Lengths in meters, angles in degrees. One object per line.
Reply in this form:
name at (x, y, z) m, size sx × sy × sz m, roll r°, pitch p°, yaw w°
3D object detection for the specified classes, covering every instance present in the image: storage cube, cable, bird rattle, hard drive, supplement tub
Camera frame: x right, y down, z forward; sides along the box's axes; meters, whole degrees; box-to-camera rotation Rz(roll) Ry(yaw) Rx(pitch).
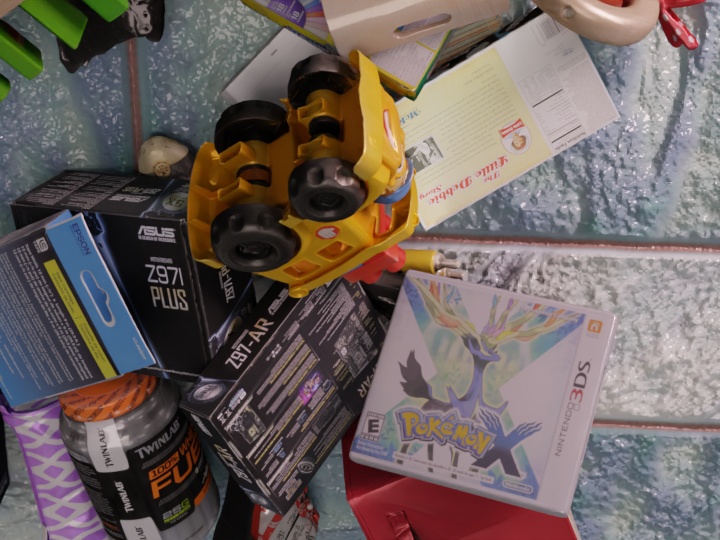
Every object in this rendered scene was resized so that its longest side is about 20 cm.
storage cube at (0.094, 0.203, 1.308) m, size 0.179 × 0.200 × 0.172 m, roll -22°, pitch 112°, yaw 7°
cable at (0.000, 0.000, 1.311) m, size 0.199 × 0.051 × 0.097 m, roll 17°, pitch 144°, yaw 11°
bird rattle at (0.190, -0.232, 1.117) m, size 0.200 × 0.163 × 0.113 m, roll 40°, pitch 131°, yaw -4°
hard drive at (-0.010, -0.139, 1.242) m, size 0.200 × 0.026 × 0.132 m, roll 43°, pitch 111°, yaw -14°
supplement tub at (-0.219, 0.176, 1.339) m, size 0.122 × 0.123 × 0.201 m, roll -10°, pitch 126°, yaw 9°

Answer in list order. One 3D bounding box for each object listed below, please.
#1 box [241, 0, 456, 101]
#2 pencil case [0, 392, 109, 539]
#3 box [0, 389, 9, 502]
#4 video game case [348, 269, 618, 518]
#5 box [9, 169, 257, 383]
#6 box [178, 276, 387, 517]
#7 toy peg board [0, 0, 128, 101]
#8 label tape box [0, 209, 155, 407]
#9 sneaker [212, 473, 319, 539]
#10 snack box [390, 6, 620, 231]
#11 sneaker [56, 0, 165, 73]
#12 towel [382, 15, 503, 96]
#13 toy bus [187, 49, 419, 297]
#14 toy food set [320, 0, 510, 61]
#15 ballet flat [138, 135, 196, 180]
box at (-0.013, -0.240, 1.140) m, size 0.199 × 0.048 × 0.118 m, roll 31°, pitch 87°, yaw 3°
pencil case at (-0.309, 0.203, 1.395) m, size 0.085 × 0.084 × 0.201 m, roll -22°, pitch 115°, yaw -27°
box at (-0.422, 0.187, 1.333) m, size 0.103 × 0.200 × 0.183 m, roll 3°, pitch 115°, yaw 1°
video game case at (0.108, 0.103, 1.200) m, size 0.199 × 0.184 × 0.022 m, roll 12°, pitch 162°, yaw 20°
box at (-0.203, 0.003, 1.253) m, size 0.199 × 0.086 × 0.165 m, roll 7°, pitch 119°, yaw 27°
box at (-0.059, 0.099, 1.254) m, size 0.043 × 0.200 × 0.161 m, roll 17°, pitch 150°, yaw 39°
toy peg board at (-0.292, -0.252, 1.141) m, size 0.199 × 0.200 × 0.098 m, roll -31°, pitch 140°, yaw 17°
label tape box at (-0.263, 0.029, 1.206) m, size 0.199 × 0.066 × 0.144 m, roll -18°, pitch 104°, yaw 35°
sneaker at (-0.081, 0.215, 1.399) m, size 0.067 × 0.108 × 0.203 m, roll 14°, pitch 85°, yaw 35°
snack box at (0.111, -0.134, 1.189) m, size 0.199 × 0.037 × 0.117 m, roll -30°, pitch 108°, yaw 5°
sneaker at (-0.187, -0.249, 1.187) m, size 0.198 × 0.060 × 0.105 m, roll -16°, pitch 112°, yaw 17°
towel at (0.063, -0.171, 1.203) m, size 0.146 × 0.022 × 0.201 m, roll -20°, pitch 109°, yaw 2°
toy bus at (-0.017, -0.061, 1.139) m, size 0.199 × 0.137 × 0.191 m, roll -29°, pitch 137°, yaw 34°
toy food set at (0.028, -0.284, 1.098) m, size 0.142 × 0.060 × 0.202 m, roll -15°, pitch 81°, yaw 11°
ballet flat at (-0.151, -0.036, 1.285) m, size 0.066 × 0.057 × 0.201 m, roll -20°, pitch 113°, yaw 12°
